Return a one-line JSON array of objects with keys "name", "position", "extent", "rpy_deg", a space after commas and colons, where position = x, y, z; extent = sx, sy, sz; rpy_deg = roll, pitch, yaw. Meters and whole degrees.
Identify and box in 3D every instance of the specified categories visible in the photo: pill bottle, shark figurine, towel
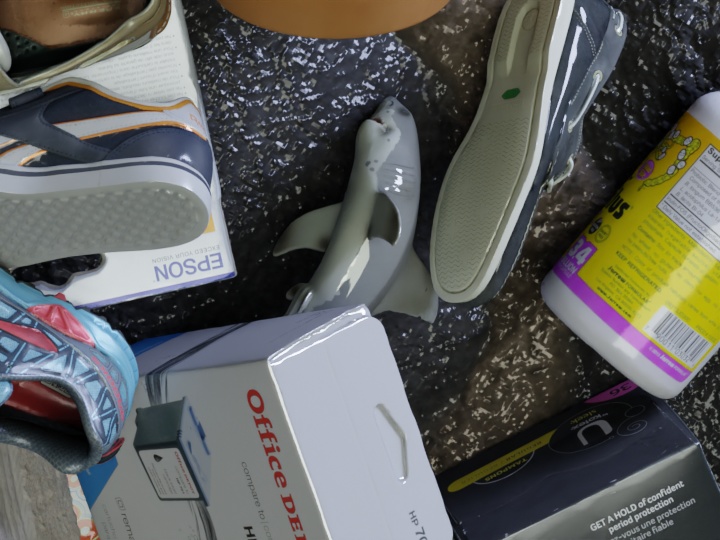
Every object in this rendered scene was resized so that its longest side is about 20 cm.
[{"name": "pill bottle", "position": [0.203, -0.031, 1.580], "extent": [0.104, 0.104, 0.200], "rpy_deg": [38, 96, -19]}, {"name": "shark figurine", "position": [-0.006, 0.020, 1.548], "extent": [0.089, 0.128, 0.215], "rpy_deg": [29, 101, -30]}, {"name": "towel", "position": [-0.184, 0.166, 1.483], "extent": [0.034, 0.133, 0.200], "rpy_deg": [-15, 86, 21]}]

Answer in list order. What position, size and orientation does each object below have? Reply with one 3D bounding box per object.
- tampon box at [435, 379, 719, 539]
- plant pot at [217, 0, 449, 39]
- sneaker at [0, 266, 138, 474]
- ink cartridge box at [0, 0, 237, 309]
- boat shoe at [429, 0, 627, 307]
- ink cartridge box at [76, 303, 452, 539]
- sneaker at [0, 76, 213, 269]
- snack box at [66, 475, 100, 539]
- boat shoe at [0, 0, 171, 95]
[{"name": "tampon box", "position": [0.153, 0.194, 1.628], "extent": [0.150, 0.126, 0.200], "rpy_deg": [-26, 109, -3]}, {"name": "plant pot", "position": [-0.013, -0.215, 1.445], "extent": [0.200, 0.200, 0.140], "rpy_deg": [-6, 125, -9]}, {"name": "sneaker", "position": [-0.206, 0.041, 1.418], "extent": [0.200, 0.096, 0.079], "rpy_deg": [24, 124, -16]}, {"name": "ink cartridge box", "position": [-0.183, -0.074, 1.502], "extent": [0.196, 0.043, 0.200], "rpy_deg": [-12, 95, -8]}, {"name": "boat shoe", "position": [0.097, -0.068, 1.541], "extent": [0.068, 0.072, 0.200], "rpy_deg": [29, 74, -36]}, {"name": "ink cartridge box", "position": [-0.063, 0.108, 1.505], "extent": [0.086, 0.200, 0.147], "rpy_deg": [-25, 100, -40]}, {"name": "sneaker", "position": [-0.175, -0.051, 1.448], "extent": [0.200, 0.080, 0.078], "rpy_deg": [-2, 141, 5]}, {"name": "snack box", "position": [-0.178, 0.152, 1.597], "extent": [0.116, 0.037, 0.200], "rpy_deg": [-37, 110, 1]}, {"name": "boat shoe", "position": [-0.198, -0.127, 1.442], "extent": [0.200, 0.068, 0.075], "rpy_deg": [-17, 95, -7]}]
